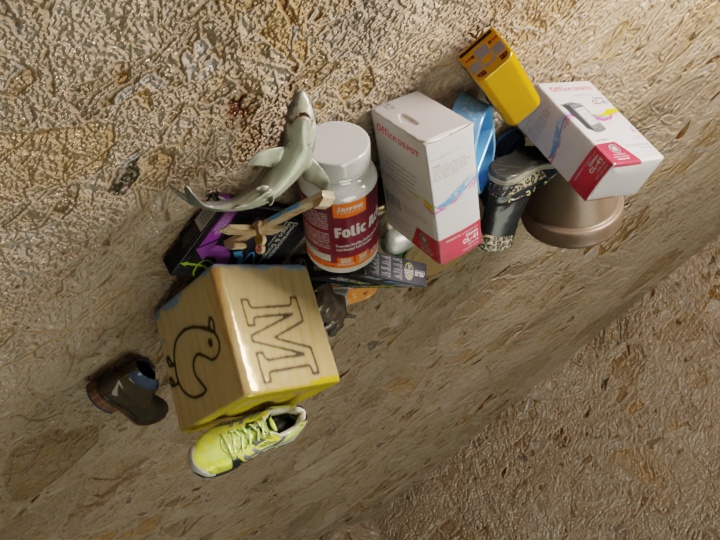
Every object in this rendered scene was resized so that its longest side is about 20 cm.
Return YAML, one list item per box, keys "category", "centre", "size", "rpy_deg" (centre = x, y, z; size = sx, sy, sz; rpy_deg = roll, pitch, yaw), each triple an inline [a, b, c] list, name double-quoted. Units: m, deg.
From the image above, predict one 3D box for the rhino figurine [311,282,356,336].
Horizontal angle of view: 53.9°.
- category: "rhino figurine"
  centre: [-0.060, 0.078, 1.275]
  size: [0.088, 0.059, 0.200]
  rpy_deg: [-57, 156, -4]

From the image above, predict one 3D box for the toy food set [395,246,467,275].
- category: "toy food set"
  centre: [0.159, -0.058, 1.405]
  size: [0.198, 0.049, 0.199]
  rpy_deg: [-13, 148, -35]

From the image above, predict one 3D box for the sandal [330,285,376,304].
- category: "sandal"
  centre: [-0.039, 0.067, 1.386]
  size: [0.205, 0.060, 0.079]
  rpy_deg: [-14, 148, -34]

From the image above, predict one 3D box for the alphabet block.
- category: "alphabet block"
  centre: [-0.179, 0.119, 1.115]
  size: [0.195, 0.202, 0.195]
  rpy_deg: [-1, 156, -45]

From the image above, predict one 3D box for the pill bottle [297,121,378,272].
- category: "pill bottle"
  centre: [-0.030, -0.103, 1.018]
  size: [0.113, 0.114, 0.201]
  rpy_deg: [-23, 141, -18]

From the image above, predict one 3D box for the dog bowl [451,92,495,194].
- category: "dog bowl"
  centre: [0.176, -0.193, 1.123]
  size: [0.200, 0.049, 0.113]
  rpy_deg: [62, 47, -63]

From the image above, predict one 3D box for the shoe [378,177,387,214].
- category: "shoe"
  centre: [0.077, -0.130, 1.158]
  size: [0.198, 0.070, 0.054]
  rpy_deg: [-28, 135, -14]

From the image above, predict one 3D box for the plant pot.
- category: "plant pot"
  centre: [0.407, -0.172, 1.364]
  size: [0.199, 0.201, 0.176]
  rpy_deg: [-26, 134, -12]

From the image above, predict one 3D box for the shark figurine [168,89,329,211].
- category: "shark figurine"
  centre: [-0.130, -0.127, 0.919]
  size: [0.213, 0.090, 0.128]
  rpy_deg: [-36, 125, 5]

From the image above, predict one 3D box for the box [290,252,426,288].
- category: "box"
  centre: [0.000, 0.000, 1.237]
  size: [0.160, 0.050, 0.199]
  rpy_deg: [-5, 171, 34]

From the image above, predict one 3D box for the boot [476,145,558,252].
- category: "boot"
  centre: [0.272, -0.126, 1.231]
  size: [0.202, 0.073, 0.155]
  rpy_deg: [-22, 134, -42]

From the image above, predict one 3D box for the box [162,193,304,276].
- category: "box"
  centre: [-0.177, -0.045, 1.068]
  size: [0.199, 0.036, 0.143]
  rpy_deg: [1, 138, -52]

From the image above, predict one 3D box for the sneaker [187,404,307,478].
- category: "sneaker"
  centre: [-0.169, 0.246, 1.074]
  size: [0.199, 0.076, 0.076]
  rpy_deg: [-20, 160, -38]

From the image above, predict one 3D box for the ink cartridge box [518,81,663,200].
- category: "ink cartridge box"
  centre: [0.378, -0.219, 1.181]
  size: [0.146, 0.201, 0.086]
  rpy_deg: [-12, 148, -35]

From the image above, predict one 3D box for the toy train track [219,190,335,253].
- category: "toy train track"
  centre: [-0.111, -0.057, 0.956]
  size: [0.199, 0.033, 0.114]
  rpy_deg: [-22, 169, 37]

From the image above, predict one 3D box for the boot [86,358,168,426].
- category: "boot"
  centre: [-0.377, 0.215, 1.250]
  size: [0.096, 0.075, 0.200]
  rpy_deg: [-33, 152, 8]

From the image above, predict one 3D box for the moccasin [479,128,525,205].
- category: "moccasin"
  centre: [0.275, -0.175, 1.308]
  size: [0.080, 0.069, 0.201]
  rpy_deg: [-25, 150, -14]

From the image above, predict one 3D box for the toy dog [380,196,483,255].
- category: "toy dog"
  centre: [0.118, -0.105, 1.224]
  size: [0.131, 0.097, 0.199]
  rpy_deg: [-17, -172, 45]

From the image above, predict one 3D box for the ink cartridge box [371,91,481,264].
- category: "ink cartridge box"
  centre: [0.096, -0.133, 1.020]
  size: [0.085, 0.148, 0.202]
  rpy_deg: [-25, 130, -18]

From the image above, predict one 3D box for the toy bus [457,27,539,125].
- category: "toy bus"
  centre: [0.211, -0.279, 1.049]
  size: [0.065, 0.079, 0.200]
  rpy_deg: [-39, 153, 15]
